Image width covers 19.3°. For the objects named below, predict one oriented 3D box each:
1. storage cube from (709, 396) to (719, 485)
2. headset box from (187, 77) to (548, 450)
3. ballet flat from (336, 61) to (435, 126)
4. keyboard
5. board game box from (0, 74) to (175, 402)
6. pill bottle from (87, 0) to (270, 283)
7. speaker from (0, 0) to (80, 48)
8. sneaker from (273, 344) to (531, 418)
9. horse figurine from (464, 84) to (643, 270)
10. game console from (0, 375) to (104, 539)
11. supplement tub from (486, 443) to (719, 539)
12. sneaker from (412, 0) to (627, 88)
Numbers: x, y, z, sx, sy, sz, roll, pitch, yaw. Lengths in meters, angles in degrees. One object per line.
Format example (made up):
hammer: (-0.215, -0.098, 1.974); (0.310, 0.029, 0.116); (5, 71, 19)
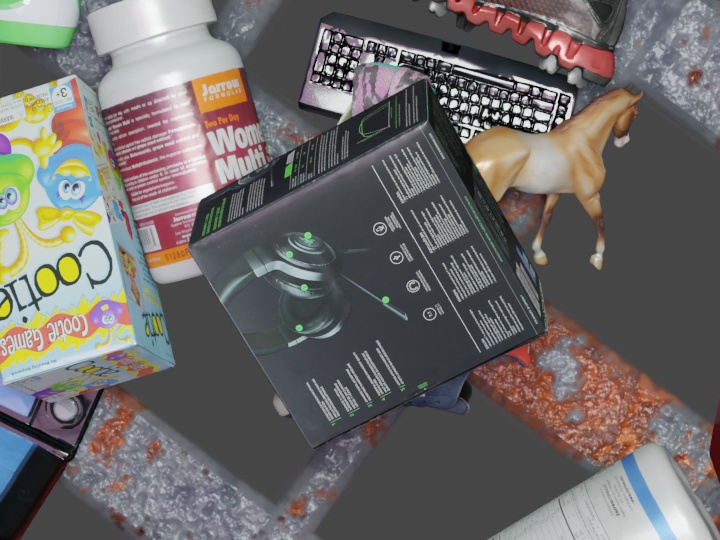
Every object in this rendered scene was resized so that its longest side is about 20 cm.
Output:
storage cube: (0.344, 0.082, 1.472); (0.169, 0.180, 0.202); (11, 98, 4)
headset box: (0.000, 0.000, 1.440); (0.199, 0.093, 0.175); (-28, 109, 12)
ballet flat: (0.007, -0.063, 1.534); (0.071, 0.069, 0.202); (26, 127, 26)
keyboard: (0.053, -0.116, 1.550); (0.198, 0.040, 0.105); (15, 96, 5)
board game box: (-0.215, -0.020, 1.526); (0.102, 0.105, 0.202); (-16, 76, 7)
pill bottle: (-0.126, -0.100, 1.534); (0.109, 0.110, 0.202); (-16, 94, 7)
speaker: (-0.238, -0.266, 1.540); (0.087, 0.088, 0.202); (7, 97, 5)
sneaker: (0.034, 0.079, 1.557); (0.199, 0.075, 0.085); (-25, 105, 13)
horse figurine: (0.115, -0.060, 1.512); (0.198, 0.050, 0.134); (-5, 117, -26)
game console: (-0.300, 0.079, 1.564); (0.199, 0.119, 0.174); (25, 98, 2)
supplement tub: (0.164, 0.227, 1.529); (0.199, 0.132, 0.133); (-33, 92, 8)
sneaker: (0.105, -0.211, 1.520); (0.199, 0.071, 0.099); (26, 98, 0)
